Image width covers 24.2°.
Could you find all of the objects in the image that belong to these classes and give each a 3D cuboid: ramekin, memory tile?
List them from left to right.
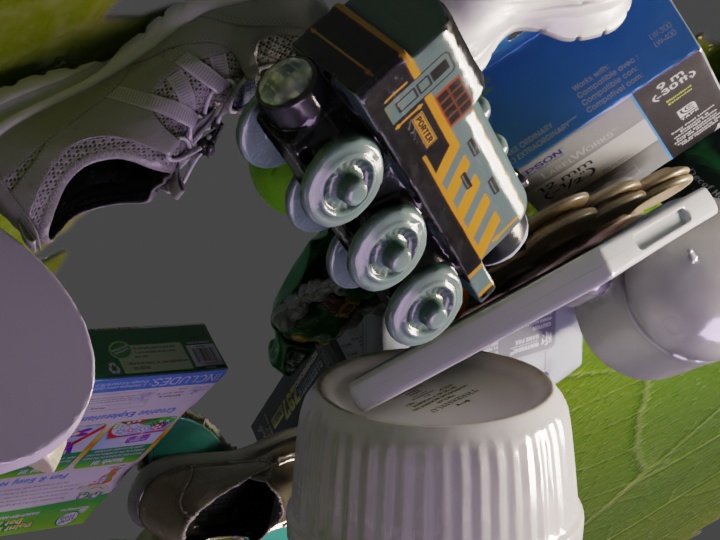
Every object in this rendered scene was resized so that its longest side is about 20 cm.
[{"bbox_3d":[0.048,0.124,1.100,0.198,0.199,0.106,-12,109,-35],"label":"ramekin"},{"bbox_3d":[0.118,-0.012,1.117,0.152,0.017,0.200,-19,168,-39],"label":"memory tile"}]

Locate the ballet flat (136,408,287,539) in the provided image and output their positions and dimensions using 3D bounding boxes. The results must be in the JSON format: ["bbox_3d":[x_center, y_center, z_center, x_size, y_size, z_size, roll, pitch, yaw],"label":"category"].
[{"bbox_3d":[-0.119,0.156,1.268,0.076,0.064,0.200,-53,136,-12],"label":"ballet flat"}]

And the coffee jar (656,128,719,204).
[{"bbox_3d":[0.295,-0.108,1.185,0.085,0.104,0.201,-52,176,-43],"label":"coffee jar"}]

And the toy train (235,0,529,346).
[{"bbox_3d":[0.021,-0.049,0.828,0.114,0.085,0.200,-42,138,-6],"label":"toy train"}]

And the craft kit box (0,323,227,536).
[{"bbox_3d":[-0.217,0.111,1.104,0.199,0.049,0.198,-1,141,-49],"label":"craft kit box"}]

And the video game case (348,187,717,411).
[{"bbox_3d":[0.110,0.016,1.053,0.199,0.023,0.182,-32,176,34],"label":"video game case"}]

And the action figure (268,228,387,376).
[{"bbox_3d":[0.000,0.000,1.118,0.117,0.055,0.200,12,131,-42],"label":"action figure"}]

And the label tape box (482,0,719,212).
[{"bbox_3d":[0.145,-0.109,1.056,0.143,0.067,0.200,-33,159,11],"label":"label tape box"}]

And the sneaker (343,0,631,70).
[{"bbox_3d":[0.071,-0.159,0.882,0.199,0.075,0.088,-25,149,-32],"label":"sneaker"}]

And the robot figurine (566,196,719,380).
[{"bbox_3d":[0.221,0.014,1.185,0.167,0.114,0.200,-1,169,-15],"label":"robot figurine"}]

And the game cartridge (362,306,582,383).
[{"bbox_3d":[0.084,0.044,1.243,0.198,0.040,0.135,-13,109,-34],"label":"game cartridge"}]

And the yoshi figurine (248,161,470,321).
[{"bbox_3d":[-0.005,-0.043,0.953,0.111,0.113,0.200,-10,142,20],"label":"yoshi figurine"}]

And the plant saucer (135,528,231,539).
[{"bbox_3d":[-0.090,0.226,1.349,0.198,0.199,0.031,-11,114,-38],"label":"plant saucer"}]

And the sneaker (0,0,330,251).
[{"bbox_3d":[-0.094,-0.071,0.824,0.199,0.082,0.075,-28,158,-12],"label":"sneaker"}]

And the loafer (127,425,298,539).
[{"bbox_3d":[-0.069,0.166,1.218,0.198,0.070,0.076,-10,123,-33],"label":"loafer"}]

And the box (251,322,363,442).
[{"bbox_3d":[0.029,0.080,1.321,0.198,0.051,0.158,-12,152,-34],"label":"box"}]

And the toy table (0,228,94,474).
[{"bbox_3d":[-0.227,0.038,0.800,0.185,0.199,0.117,-56,-179,-26],"label":"toy table"}]
